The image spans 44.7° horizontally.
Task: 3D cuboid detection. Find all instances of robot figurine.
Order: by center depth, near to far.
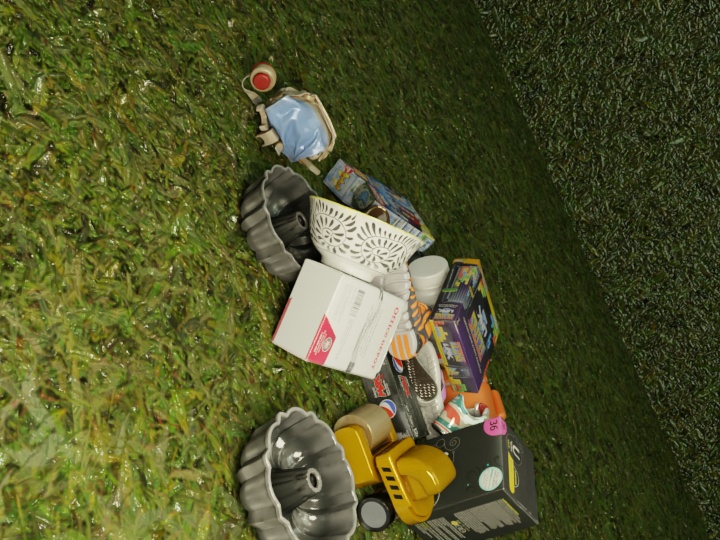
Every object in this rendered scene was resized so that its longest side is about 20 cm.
[{"bbox_3d":[0.209,0.271,1.739,0.117,0.144,0.200,57,20,-61],"label":"robot figurine"}]

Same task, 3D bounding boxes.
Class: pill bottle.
[{"bbox_3d":[0.151,0.076,1.739,0.111,0.110,0.200,-69,150,-56],"label":"pill bottle"}]

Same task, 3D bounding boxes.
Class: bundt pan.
[{"bbox_3d":[-0.091,0.291,1.174,0.202,0.076,0.202,44,34,-39],"label":"bundt pan"},{"bbox_3d":[-0.125,-0.068,1.439,0.202,0.076,0.202,44,33,-39],"label":"bundt pan"}]

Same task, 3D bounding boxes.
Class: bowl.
[{"bbox_3d":[-0.006,-0.040,1.402,0.201,0.200,0.094,23,88,-55],"label":"bowl"}]

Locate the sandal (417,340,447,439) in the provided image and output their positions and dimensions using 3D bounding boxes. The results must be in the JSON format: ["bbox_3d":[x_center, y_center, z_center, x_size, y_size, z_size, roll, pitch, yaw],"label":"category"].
[{"bbox_3d":[0.140,0.234,1.675,0.050,0.082,0.203,-3,83,-38],"label":"sandal"}]

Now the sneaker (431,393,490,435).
[{"bbox_3d":[0.227,0.302,1.621,0.200,0.093,0.070,36,-6,-23],"label":"sneaker"}]

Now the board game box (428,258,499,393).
[{"bbox_3d":[0.200,0.105,1.654,0.165,0.057,0.200,-65,145,-40],"label":"board game box"}]

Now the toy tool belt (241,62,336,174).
[{"bbox_3d":[-0.130,-0.269,1.557,0.200,0.125,0.123,51,21,-27],"label":"toy tool belt"}]

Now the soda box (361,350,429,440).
[{"bbox_3d":[0.052,0.209,1.551,0.071,0.063,0.200,6,63,-61],"label":"soda box"}]

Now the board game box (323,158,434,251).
[{"bbox_3d":[0.029,-0.127,1.707,0.200,0.062,0.200,31,16,-24],"label":"board game box"}]

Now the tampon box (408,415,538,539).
[{"bbox_3d":[0.186,0.370,1.510,0.126,0.200,0.150,48,30,-32],"label":"tampon box"}]

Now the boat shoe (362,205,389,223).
[{"bbox_3d":[-0.001,-0.035,1.522,0.072,0.068,0.200,33,66,-2],"label":"boat shoe"}]

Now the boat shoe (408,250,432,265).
[{"bbox_3d":[0.134,-0.009,1.893,0.199,0.066,0.075,51,27,-29],"label":"boat shoe"}]

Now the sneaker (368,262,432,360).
[{"bbox_3d":[0.075,0.052,1.558,0.112,0.077,0.200,-23,107,-63],"label":"sneaker"}]

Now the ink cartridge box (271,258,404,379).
[{"bbox_3d":[-0.030,0.081,1.408,0.200,0.083,0.145,25,87,-55],"label":"ink cartridge box"}]

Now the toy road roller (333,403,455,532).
[{"bbox_3d":[0.060,0.302,1.389,0.123,0.146,0.200,-15,82,-65],"label":"toy road roller"}]

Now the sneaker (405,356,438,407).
[{"bbox_3d":[0.071,0.171,1.644,0.200,0.073,0.085,62,-17,17],"label":"sneaker"}]
